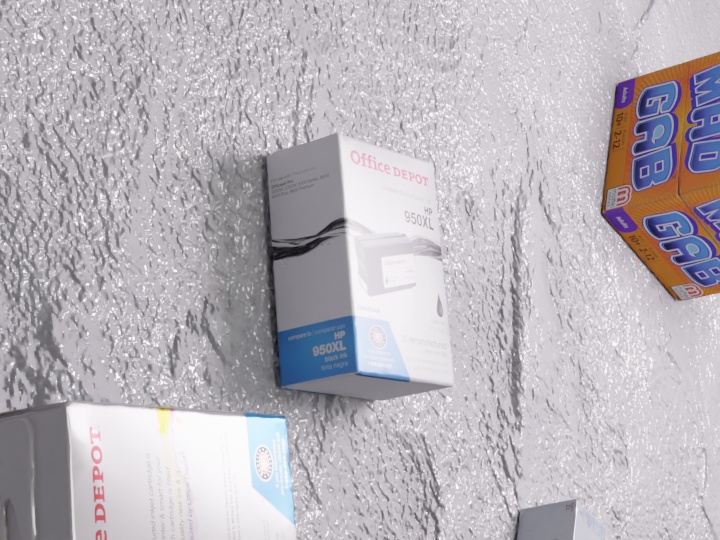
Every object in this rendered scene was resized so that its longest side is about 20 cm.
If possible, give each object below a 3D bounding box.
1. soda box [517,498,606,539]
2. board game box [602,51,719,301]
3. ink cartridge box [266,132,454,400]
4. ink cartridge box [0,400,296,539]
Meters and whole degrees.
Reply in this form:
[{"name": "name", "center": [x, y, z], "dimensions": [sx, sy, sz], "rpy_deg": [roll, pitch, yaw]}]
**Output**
[{"name": "soda box", "center": [0.183, 0.322, 1.429], "dimensions": [0.064, 0.068, 0.201], "rpy_deg": [44, 44, -37]}, {"name": "board game box", "center": [0.430, -0.115, 1.808], "dimensions": [0.200, 0.199, 0.201], "rpy_deg": [42, 48, -38]}, {"name": "ink cartridge box", "center": [0.000, 0.000, 1.274], "dimensions": [0.144, 0.084, 0.202], "rpy_deg": [12, 69, -52]}, {"name": "ink cartridge box", "center": [-0.156, 0.168, 0.951], "dimensions": [0.199, 0.144, 0.149], "rpy_deg": [13, 68, -52]}]
